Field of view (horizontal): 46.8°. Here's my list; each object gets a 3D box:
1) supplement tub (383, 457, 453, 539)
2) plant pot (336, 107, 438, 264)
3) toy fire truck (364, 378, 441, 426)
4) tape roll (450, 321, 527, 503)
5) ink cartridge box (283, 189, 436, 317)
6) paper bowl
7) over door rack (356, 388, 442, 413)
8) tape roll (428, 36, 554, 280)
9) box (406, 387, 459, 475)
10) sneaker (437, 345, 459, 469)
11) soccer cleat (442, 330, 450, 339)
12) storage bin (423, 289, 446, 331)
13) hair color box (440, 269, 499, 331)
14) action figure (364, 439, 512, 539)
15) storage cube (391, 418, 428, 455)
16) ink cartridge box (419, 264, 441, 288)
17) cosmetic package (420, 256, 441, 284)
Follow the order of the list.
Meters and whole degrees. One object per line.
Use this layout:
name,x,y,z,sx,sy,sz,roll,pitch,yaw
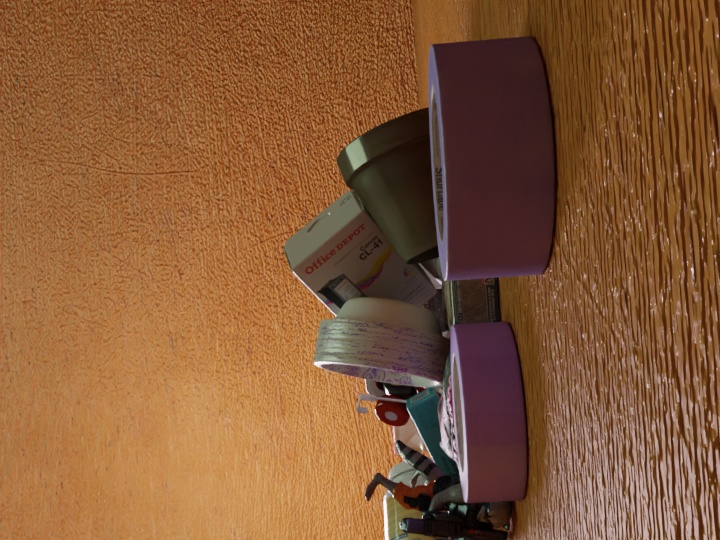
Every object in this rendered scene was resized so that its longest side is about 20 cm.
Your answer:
supplement tub,0.111,0.427,1.369,0.145,0.143,0.201,83,-176,-51
plant pot,0.086,-0.109,1.167,0.200,0.199,0.175,69,-178,-81
toy fire truck,0.104,0.191,1.471,0.112,0.199,0.169,-62,-24,-44
tape roll,0.143,0.161,0.952,0.200,0.065,0.202,-3,-90,-88
ink cartridge box,0.000,0.000,1.280,0.200,0.147,0.086,46,-171,-32
paper bowl,0.037,0.102,1.197,0.201,0.199,0.105,74,-155,-78
over door rack,0.090,0.153,1.339,0.148,0.198,0.067,-88,-5,-49
tape roll,0.106,-0.094,0.712,0.200,0.084,0.202,-5,-90,-88
box,0.133,0.274,1.222,0.201,0.049,0.082,63,-178,2
sneaker,0.132,0.177,1.120,0.095,0.079,0.202,31,128,59
soccer cleat,0.149,0.161,1.242,0.201,0.077,0.070,-90,-5,-56
storage bin,0.157,0.118,1.618,0.201,0.093,0.136,-92,-3,-48
hair color box,0.144,0.031,1.120,0.200,0.060,0.101,47,-141,-87
action figure,0.101,0.283,1.052,0.200,0.193,0.105,25,-105,-50
storage cube,0.172,0.412,2.375,0.180,0.170,0.202,-85,-9,-82
ink cartridge box,0.085,-0.020,1.438,0.145,0.198,0.084,-84,-11,-77
cosmetic package,0.089,-0.080,1.300,0.200,0.074,0.102,49,169,26
